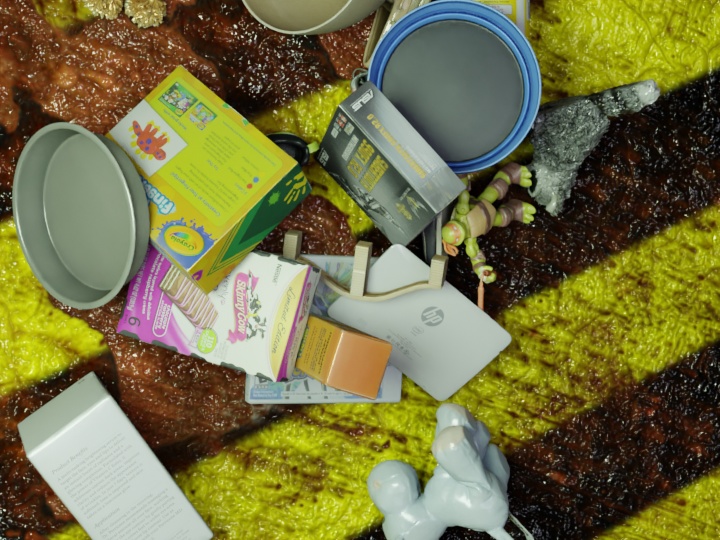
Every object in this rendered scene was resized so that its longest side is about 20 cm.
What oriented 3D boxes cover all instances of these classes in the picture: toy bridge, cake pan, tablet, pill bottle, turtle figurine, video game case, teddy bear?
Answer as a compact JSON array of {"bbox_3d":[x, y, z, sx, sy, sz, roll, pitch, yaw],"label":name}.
[{"bbox_3d":[0.000,0.000,1.392,0.200,0.027,0.067,10,107,10],"label":"toy bridge"},{"bbox_3d":[-0.297,-0.059,1.269,0.037,0.200,0.201,-15,102,-51],"label":"cake pan"},{"bbox_3d":[0.073,0.067,1.446,0.200,0.014,0.130,39,111,-20],"label":"tablet"},{"bbox_3d":[0.153,-0.253,1.447,0.109,0.109,0.200,-3,96,-20],"label":"pill bottle"},{"bbox_3d":[0.150,-0.059,1.466,0.161,0.064,0.200,-30,110,-39],"label":"turtle figurine"},{"bbox_3d":[-0.039,0.072,1.453,0.200,0.022,0.183,2,94,-20],"label":"video game case"},{"bbox_3d":[-0.248,-0.370,1.310,0.145,0.067,0.200,25,87,-23],"label":"teddy bear"}]

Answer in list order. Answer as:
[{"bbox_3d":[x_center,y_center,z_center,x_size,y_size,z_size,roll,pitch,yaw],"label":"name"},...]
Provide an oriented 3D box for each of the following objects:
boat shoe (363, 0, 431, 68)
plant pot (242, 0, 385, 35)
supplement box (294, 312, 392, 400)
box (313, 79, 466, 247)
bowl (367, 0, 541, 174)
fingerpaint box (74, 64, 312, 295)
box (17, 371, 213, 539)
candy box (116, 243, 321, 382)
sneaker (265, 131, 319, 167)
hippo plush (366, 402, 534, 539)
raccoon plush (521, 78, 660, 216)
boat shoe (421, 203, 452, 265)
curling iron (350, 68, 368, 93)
[{"bbox_3d":[0.049,-0.336,1.421,0.064,0.071,0.200,9,93,-21],"label":"boat shoe"},{"bbox_3d":[-0.029,-0.361,1.346,0.134,0.200,0.201,-3,98,-55],"label":"plant pot"},{"bbox_3d":[-0.035,0.091,1.338,0.069,0.200,0.067,17,89,-19],"label":"supplement box"},{"bbox_3d":[0.028,-0.113,1.345,0.048,0.200,0.158,-41,89,-15],"label":"box"},{"bbox_3d":[0.107,-0.210,1.370,0.200,0.039,0.201,0,89,1],"label":"bowl"},{"bbox_3d":[-0.183,-0.100,1.298,0.200,0.073,0.167,40,80,24],"label":"fingerpaint box"},{"bbox_3d":[-0.274,0.231,1.313,0.106,0.152,0.200,-37,105,-13],"label":"box"},{"bbox_3d":[-0.159,0.034,1.332,0.200,0.061,0.137,15,89,13],"label":"candy box"},{"bbox_3d":[-0.144,-0.116,1.364,0.200,0.083,0.072,-26,103,-16],"label":"sneaker"},{"bbox_3d":[0.101,0.281,1.484,0.161,0.159,0.200,-28,89,15],"label":"hippo plush"},{"bbox_3d":[0.283,-0.147,1.476,0.097,0.200,0.134,-33,109,-49],"label":"raccoon plush"},{"bbox_3d":[0.077,-0.101,1.467,0.063,0.073,0.200,0,105,15],"label":"boat shoe"},{"bbox_3d":[0.023,-0.149,1.453,0.050,0.026,0.200,-14,100,-21],"label":"curling iron"}]
